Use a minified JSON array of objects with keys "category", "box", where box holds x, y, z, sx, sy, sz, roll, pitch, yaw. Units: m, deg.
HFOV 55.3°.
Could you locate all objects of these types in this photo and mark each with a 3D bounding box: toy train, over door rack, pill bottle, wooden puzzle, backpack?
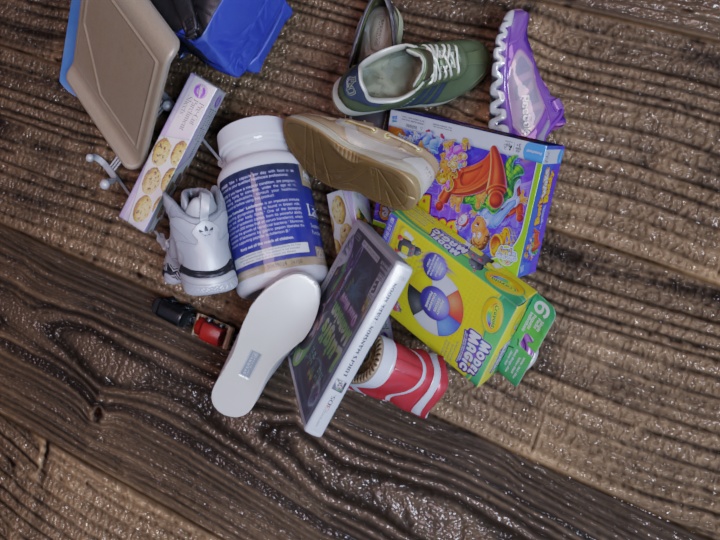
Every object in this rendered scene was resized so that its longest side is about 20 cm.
[{"category":"toy train","box":[-0.186,0.078,0.881,0.197,0.046,0.035,22,91,18]},{"category":"over door rack","box":[-0.269,-0.143,0.918,0.148,0.066,0.200,-47,74,9]},{"category":"pill bottle","box":[-0.112,-0.075,0.837,0.114,0.116,0.204,-15,81,15]},{"category":"wooden puzzle","box":[-0.295,-0.258,0.849,0.186,0.037,0.201,52,133,15]},{"category":"backpack","box":[-0.202,-0.343,0.863,0.198,0.168,0.164,30,84,23]}]

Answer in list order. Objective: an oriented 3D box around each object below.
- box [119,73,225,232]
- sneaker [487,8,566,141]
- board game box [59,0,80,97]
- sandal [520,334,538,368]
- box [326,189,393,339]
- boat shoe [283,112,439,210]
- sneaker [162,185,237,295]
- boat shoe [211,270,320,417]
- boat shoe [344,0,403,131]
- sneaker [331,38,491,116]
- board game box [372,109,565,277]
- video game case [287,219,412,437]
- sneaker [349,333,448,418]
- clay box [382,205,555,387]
[{"category":"box","box":[-0.235,-0.145,0.859,0.041,0.039,0.202,30,97,2]},{"category":"sneaker","box":[0.189,-0.191,0.780,0.087,0.080,0.205,2,91,12]},{"category":"board game box","box":[-0.339,-0.326,0.968,0.155,0.039,0.204,0,79,17]},{"category":"sandal","box":[0.123,0.033,0.787,0.202,0.050,0.083,41,97,17]},{"category":"box","box":[0.000,0.000,0.831,0.041,0.038,0.204,-14,80,33]},{"category":"boat shoe","box":[0.000,-0.132,0.770,0.198,0.075,0.069,31,53,27]},{"category":"sneaker","box":[-0.198,-0.041,0.821,0.074,0.199,0.117,-9,101,-24]},{"category":"boat shoe","box":[-0.106,0.079,0.796,0.071,0.069,0.202,24,110,-8]},{"category":"boat shoe","box":[0.010,-0.236,0.841,0.072,0.065,0.204,3,86,16]},{"category":"sneaker","box":[0.069,-0.221,0.772,0.197,0.090,0.068,-17,95,-11]},{"category":"board game box","box":[0.111,-0.090,0.754,0.198,0.044,0.137,22,112,37]},{"category":"video game case","box":[-0.021,0.048,0.722,0.023,0.200,0.184,26,99,-17]},{"category":"sneaker","box":[0.018,0.110,0.753,0.111,0.199,0.072,23,79,-22]},{"category":"clay box","box":[0.100,0.032,0.734,0.199,0.047,0.116,39,130,27]}]
